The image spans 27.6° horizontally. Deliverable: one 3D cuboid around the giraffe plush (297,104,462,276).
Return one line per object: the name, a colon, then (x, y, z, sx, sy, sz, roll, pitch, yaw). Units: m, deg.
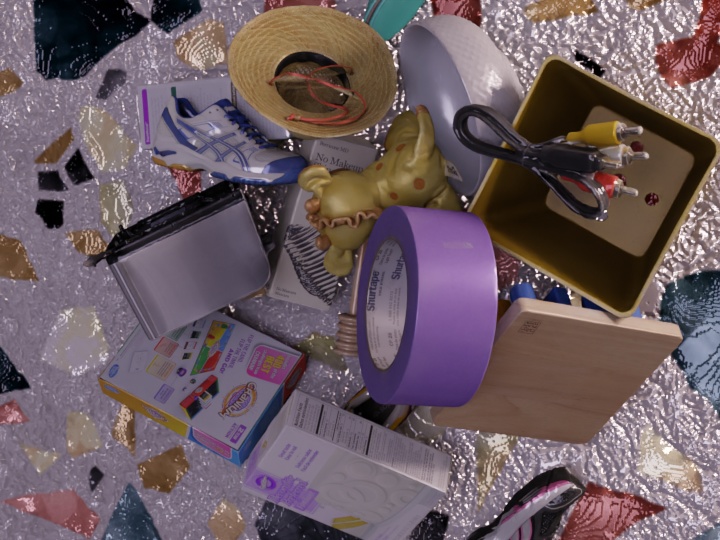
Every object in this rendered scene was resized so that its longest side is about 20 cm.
giraffe plush: (0.017, -0.076, 1.590, 0.161, 0.200, 0.174, -21, 87, -4)

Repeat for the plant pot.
plant pot: (0.256, -0.092, 1.542, 0.199, 0.176, 0.201, 30, 104, 15)

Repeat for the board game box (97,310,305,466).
board game box: (-0.188, 0.123, 1.751, 0.199, 0.040, 0.153, 26, 61, 17)

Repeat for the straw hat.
straw hat: (-0.056, -0.194, 1.626, 0.200, 0.201, 0.085, 30, 145, 15)

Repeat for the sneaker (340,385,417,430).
sneaker: (-0.012, 0.189, 1.712, 0.075, 0.090, 0.200, 44, 107, 11)

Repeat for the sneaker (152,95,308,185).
sneaker: (-0.147, -0.148, 1.655, 0.199, 0.075, 0.089, 13, 98, 21)

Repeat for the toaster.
toaster: (-0.201, -0.017, 1.684, 0.199, 0.181, 0.119, -26, 100, -3)

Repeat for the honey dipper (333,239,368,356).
honey dipper: (0.000, 0.000, 1.724, 0.038, 0.038, 0.201, 10, 94, 19)

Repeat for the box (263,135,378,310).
box: (-0.049, -0.062, 1.702, 0.082, 0.068, 0.201, 13, 102, -14)

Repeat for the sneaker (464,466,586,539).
sneaker: (0.190, 0.307, 1.666, 0.086, 0.080, 0.200, 44, 116, -1)

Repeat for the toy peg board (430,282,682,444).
toy peg board: (0.196, 0.080, 1.553, 0.200, 0.199, 0.098, -57, 34, 41)

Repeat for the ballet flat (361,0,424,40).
ballet flat: (0.058, -0.351, 1.661, 0.200, 0.067, 0.070, -51, 53, 17)

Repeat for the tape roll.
tape roll: (0.064, 0.037, 1.485, 0.084, 0.200, 0.201, 5, 98, -18)

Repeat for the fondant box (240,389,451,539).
fondant box: (-0.017, 0.230, 1.662, 0.199, 0.058, 0.144, 25, 135, -10)

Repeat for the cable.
cable: (0.187, -0.113, 1.463, 0.199, 0.050, 0.098, 16, 117, 31)

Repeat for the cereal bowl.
cereal bowl: (0.120, -0.187, 1.594, 0.083, 0.200, 0.201, -21, 87, -15)

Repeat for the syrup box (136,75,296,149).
syrup box: (-0.161, -0.189, 1.740, 0.199, 0.079, 0.082, -1, 95, 21)
